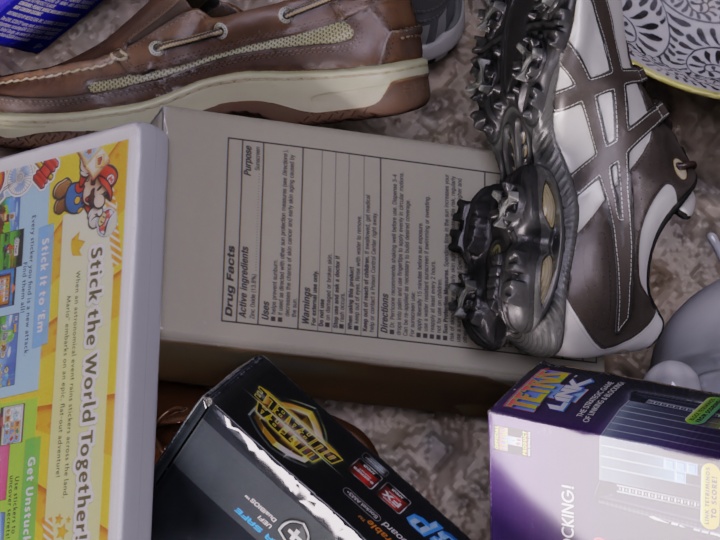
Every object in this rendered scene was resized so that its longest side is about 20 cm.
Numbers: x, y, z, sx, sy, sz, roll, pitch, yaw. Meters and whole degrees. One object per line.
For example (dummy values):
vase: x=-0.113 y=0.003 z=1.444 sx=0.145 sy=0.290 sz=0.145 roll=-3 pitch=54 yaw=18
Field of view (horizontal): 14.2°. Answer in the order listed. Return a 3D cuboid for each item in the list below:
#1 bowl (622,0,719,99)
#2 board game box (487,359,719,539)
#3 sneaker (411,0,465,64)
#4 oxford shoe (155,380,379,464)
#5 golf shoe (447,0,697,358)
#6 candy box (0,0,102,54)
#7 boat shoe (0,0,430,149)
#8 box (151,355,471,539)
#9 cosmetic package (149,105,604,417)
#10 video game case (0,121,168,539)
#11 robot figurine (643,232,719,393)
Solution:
bowl: x=0.165 y=-0.154 z=1.293 sx=0.200 sy=0.094 sz=0.202 roll=1 pitch=74 yaw=-4
board game box: x=0.135 y=0.147 z=1.130 sx=0.165 sy=0.057 sz=0.201 roll=9 pitch=116 yaw=25
sneaker: x=0.009 y=-0.199 z=1.283 sx=0.075 sy=0.116 sz=0.201 roll=-16 pitch=76 yaw=-9
oxford shoe: x=-0.088 y=0.072 z=1.220 sx=0.199 sy=0.071 sz=0.072 roll=3 pitch=75 yaw=-2
golf shoe: x=0.095 y=-0.059 z=1.199 sx=0.094 sy=0.078 sz=0.201 roll=13 pitch=80 yaw=-22
candy box: x=-0.128 y=-0.222 z=1.257 sx=0.200 sy=0.077 sz=0.169 roll=-38 pitch=78 yaw=16
boat shoe: x=-0.071 y=-0.097 z=1.250 sx=0.201 sy=0.075 sz=0.075 roll=-5 pitch=97 yaw=8
box: x=-0.013 y=0.155 z=1.158 sx=0.200 sy=0.159 sz=0.046 roll=41 pitch=37 yaw=8
cosmetic package: x=0.000 y=0.000 z=1.222 sx=0.199 sy=0.071 sz=0.106 roll=8 pitch=71 yaw=-17
video game case: x=-0.154 y=0.052 z=1.185 sx=0.181 sy=0.023 sz=0.201 roll=-12 pitch=68 yaw=37
robot figurine: x=0.180 y=0.085 z=1.213 sx=0.169 sy=0.113 sz=0.201 roll=14 pitch=68 yaw=-43
